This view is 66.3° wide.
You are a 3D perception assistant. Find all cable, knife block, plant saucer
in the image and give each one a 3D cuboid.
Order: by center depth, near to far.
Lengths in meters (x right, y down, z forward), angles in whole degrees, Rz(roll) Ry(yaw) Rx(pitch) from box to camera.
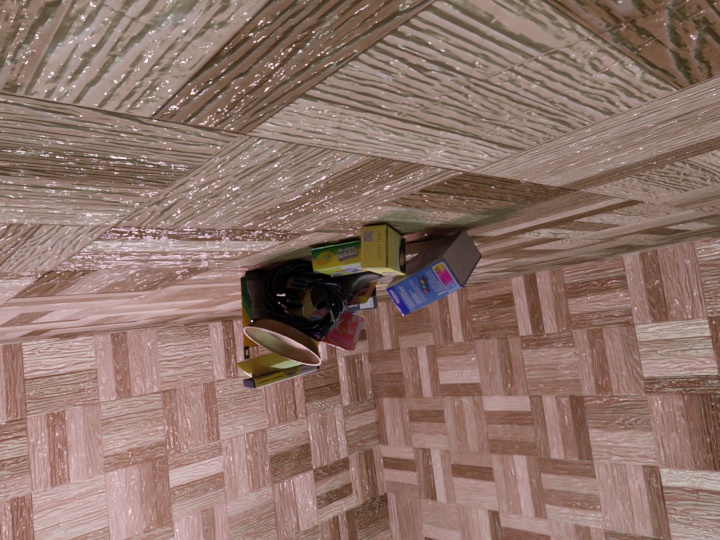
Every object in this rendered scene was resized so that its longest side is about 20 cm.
[{"bbox_3d":[-0.132,0.060,1.242,0.165,0.197,0.051,-54,-178,23],"label":"cable"},{"bbox_3d":[-0.175,0.161,1.275,0.194,0.036,0.202,20,157,8],"label":"plant saucer"},{"bbox_3d":[-0.137,0.030,1.376,0.063,0.179,0.200,28,-131,20],"label":"knife block"},{"bbox_3d":[-0.208,0.235,1.460,0.193,0.050,0.200,-16,175,4],"label":"plant saucer"}]

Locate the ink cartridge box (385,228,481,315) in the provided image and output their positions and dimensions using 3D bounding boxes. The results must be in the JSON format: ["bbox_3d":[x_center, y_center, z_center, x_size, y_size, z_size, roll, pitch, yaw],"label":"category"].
[{"bbox_3d":[0.142,0.010,1.160,0.197,0.077,0.136,-28,-168,41],"label":"ink cartridge box"}]

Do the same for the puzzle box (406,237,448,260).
[{"bbox_3d":[0.152,-0.045,1.321,0.128,0.026,0.200,-9,174,9],"label":"puzzle box"}]

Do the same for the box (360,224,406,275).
[{"bbox_3d":[0.047,-0.034,1.033,0.048,0.078,0.199,-1,177,15],"label":"box"}]

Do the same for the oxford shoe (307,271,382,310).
[{"bbox_3d":[-0.028,0.042,1.287,0.195,0.087,0.072,-23,152,20],"label":"oxford shoe"}]

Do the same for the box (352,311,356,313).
[{"bbox_3d":[-0.075,0.085,1.752,0.117,0.049,0.201,-8,-161,-2],"label":"box"}]

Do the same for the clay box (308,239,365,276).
[{"bbox_3d":[-0.029,-0.024,1.154,0.111,0.050,0.200,-10,175,12],"label":"clay box"}]

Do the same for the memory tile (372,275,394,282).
[{"bbox_3d":[0.000,0.000,1.342,0.192,0.017,0.154,1,161,-4],"label":"memory tile"}]

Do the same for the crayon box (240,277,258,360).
[{"bbox_3d":[-0.281,0.128,1.454,0.050,0.208,0.126,-3,174,-6],"label":"crayon box"}]

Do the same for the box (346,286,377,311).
[{"bbox_3d":[-0.048,0.069,1.644,0.192,0.045,0.161,-7,-156,4],"label":"box"}]

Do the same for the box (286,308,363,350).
[{"bbox_3d":[-0.098,0.141,1.493,0.194,0.098,0.103,18,175,10],"label":"box"}]

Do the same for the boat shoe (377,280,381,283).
[{"bbox_3d":[0.071,0.000,1.448,0.194,0.062,0.071,-5,174,-27],"label":"boat shoe"}]

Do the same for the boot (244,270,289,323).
[{"bbox_3d":[-0.228,0.074,1.381,0.065,0.136,0.199,-9,174,19],"label":"boot"}]

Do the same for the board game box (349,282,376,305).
[{"bbox_3d":[-0.002,0.043,1.582,0.092,0.031,0.201,-11,-161,21],"label":"board game box"}]

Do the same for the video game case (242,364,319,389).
[{"bbox_3d":[-0.216,0.279,1.479,0.175,0.026,0.199,-14,174,-21],"label":"video game case"}]
